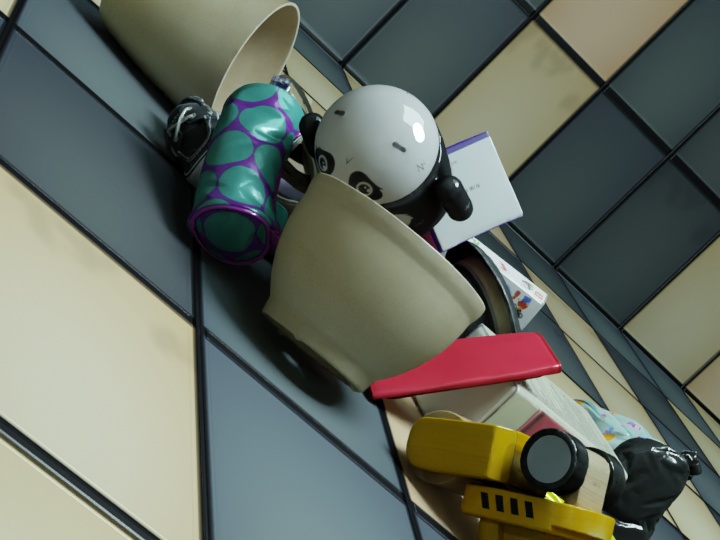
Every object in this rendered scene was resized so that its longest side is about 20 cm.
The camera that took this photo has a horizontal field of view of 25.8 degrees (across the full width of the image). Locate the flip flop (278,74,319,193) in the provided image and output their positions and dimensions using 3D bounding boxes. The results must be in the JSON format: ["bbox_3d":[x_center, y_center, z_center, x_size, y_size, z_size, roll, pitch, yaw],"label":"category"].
[{"bbox_3d":[-0.069,-0.118,1.688,0.200,0.058,0.081,78,0,-45],"label":"flip flop"}]

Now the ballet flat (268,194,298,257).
[{"bbox_3d":[-0.094,-0.051,1.672,0.064,0.067,0.200,20,-9,36],"label":"ballet flat"}]

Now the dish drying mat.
[{"bbox_3d":[0.098,0.096,1.596,0.077,0.200,0.018,-116,-157,-53],"label":"dish drying mat"}]

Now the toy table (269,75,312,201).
[{"bbox_3d":[-0.065,-0.130,1.824,0.184,0.117,0.200,28,-8,40],"label":"toy table"}]

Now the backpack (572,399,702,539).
[{"bbox_3d":[0.285,0.231,1.818,0.127,0.167,0.200,37,6,-14],"label":"backpack"}]

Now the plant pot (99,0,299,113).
[{"bbox_3d":[-0.207,-0.289,1.894,0.200,0.187,0.187,33,8,11],"label":"plant pot"}]

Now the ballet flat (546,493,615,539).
[{"bbox_3d":[0.177,0.251,1.589,0.200,0.067,0.067,40,32,-11],"label":"ballet flat"}]

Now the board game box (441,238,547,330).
[{"bbox_3d":[0.108,0.018,1.894,0.200,0.126,0.035,38,25,-1],"label":"board game box"}]

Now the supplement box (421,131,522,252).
[{"bbox_3d":[0.090,-0.081,1.746,0.103,0.101,0.200,66,-10,-5],"label":"supplement box"}]

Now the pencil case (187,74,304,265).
[{"bbox_3d":[-0.107,-0.098,1.538,0.092,0.085,0.200,12,45,0],"label":"pencil case"}]

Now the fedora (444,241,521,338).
[{"bbox_3d":[0.105,0.066,1.785,0.201,0.092,0.201,54,-25,40],"label":"fedora"}]

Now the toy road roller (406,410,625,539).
[{"bbox_3d":[0.136,0.217,1.447,0.200,0.146,0.123,7,-13,33],"label":"toy road roller"}]

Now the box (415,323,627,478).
[{"bbox_3d":[0.171,0.175,1.694,0.200,0.109,0.128,39,14,-32],"label":"box"}]

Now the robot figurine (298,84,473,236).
[{"bbox_3d":[0.024,-0.099,1.536,0.200,0.150,0.125,60,19,-69],"label":"robot figurine"}]

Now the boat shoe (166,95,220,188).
[{"bbox_3d":[-0.176,-0.146,1.681,0.068,0.072,0.200,40,12,-16],"label":"boat shoe"}]

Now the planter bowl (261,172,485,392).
[{"bbox_3d":[-0.004,0.026,1.441,0.200,0.135,0.200,38,-7,6],"label":"planter bowl"}]
